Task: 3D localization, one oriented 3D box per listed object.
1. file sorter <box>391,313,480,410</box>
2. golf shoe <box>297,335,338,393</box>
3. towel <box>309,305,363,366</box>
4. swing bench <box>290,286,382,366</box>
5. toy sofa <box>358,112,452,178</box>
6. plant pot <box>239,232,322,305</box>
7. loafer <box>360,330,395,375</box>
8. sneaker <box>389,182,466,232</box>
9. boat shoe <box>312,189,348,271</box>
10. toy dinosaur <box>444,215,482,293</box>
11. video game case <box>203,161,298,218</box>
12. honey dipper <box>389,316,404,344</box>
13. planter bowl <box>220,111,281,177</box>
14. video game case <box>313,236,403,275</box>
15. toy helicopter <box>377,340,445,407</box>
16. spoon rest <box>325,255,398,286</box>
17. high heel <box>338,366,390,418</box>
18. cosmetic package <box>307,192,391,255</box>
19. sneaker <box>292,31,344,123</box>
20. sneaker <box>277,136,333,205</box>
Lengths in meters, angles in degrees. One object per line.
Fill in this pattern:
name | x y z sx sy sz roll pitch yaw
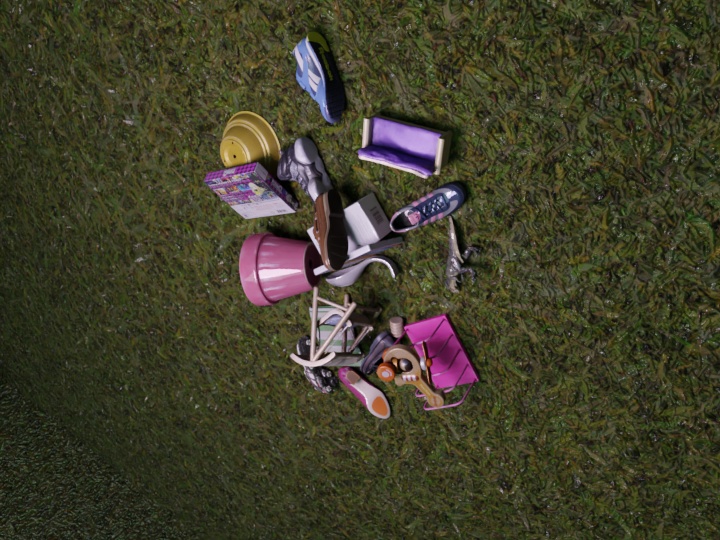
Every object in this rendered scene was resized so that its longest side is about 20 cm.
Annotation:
file sorter | 0.189 0.243 1.465 0.138 0.125 0.202 -21 103 39
golf shoe | -0.155 0.301 1.769 0.088 0.077 0.202 -16 106 46
towel | -0.071 0.196 1.686 0.151 0.023 0.202 -4 114 37
swing bench | -0.058 0.165 1.493 0.128 0.198 0.203 19 91 24
toy sofa | 0.095 -0.280 1.251 0.198 0.097 0.084 21 126 24
plant pot | -0.211 -0.007 1.565 0.176 0.200 0.203 -3 115 19
loafer | 0.052 0.247 1.580 0.063 0.072 0.201 45 142 20
sneaker | 0.153 -0.135 1.303 0.199 0.082 0.071 -26 99 41
boat shoe | -0.077 -0.091 1.369 0.067 0.071 0.203 -17 67 41
toy dinosaur | 0.238 -0.025 1.335 0.087 0.047 0.203 15 120 34
video game case | -0.296 -0.211 1.536 0.198 0.036 0.181 -3 148 36
honey dipper | 0.109 0.221 1.570 0.038 0.038 0.202 10 123 29
planter bowl | -0.315 -0.316 1.517 0.198 0.083 0.203 17 124 27
video game case | -0.006 -0.037 1.429 0.199 0.142 0.018 -23 86 40
toy helicopter | 0.145 0.257 1.389 0.132 0.079 0.200 -37 103 31
spoon rest | 0.000 0.000 1.489 0.197 0.099 0.061 -9 103 22
high heel | 0.010 0.371 1.719 0.200 0.068 0.096 43 167 -13
cosmetic package | -0.029 -0.103 1.445 0.199 0.081 0.114 -26 98 40
sneaker | -0.098 -0.439 1.311 0.081 0.074 0.203 -9 103 39
sneaker | -0.145 -0.234 1.458 0.113 0.075 0.203 -12 103 38
